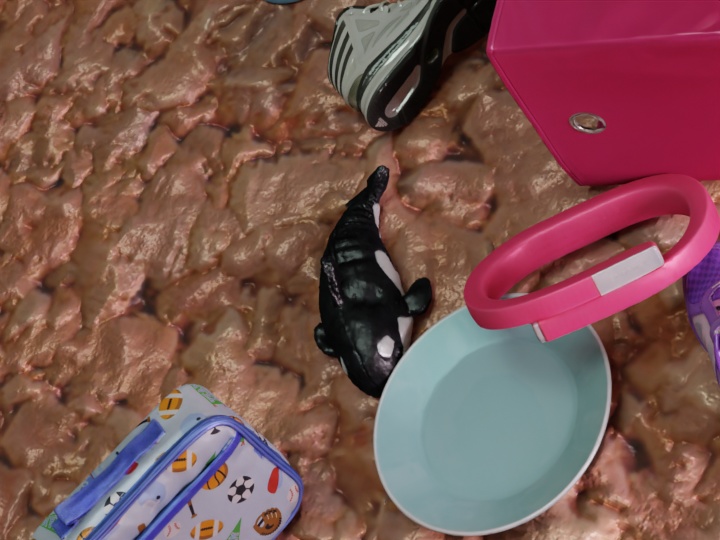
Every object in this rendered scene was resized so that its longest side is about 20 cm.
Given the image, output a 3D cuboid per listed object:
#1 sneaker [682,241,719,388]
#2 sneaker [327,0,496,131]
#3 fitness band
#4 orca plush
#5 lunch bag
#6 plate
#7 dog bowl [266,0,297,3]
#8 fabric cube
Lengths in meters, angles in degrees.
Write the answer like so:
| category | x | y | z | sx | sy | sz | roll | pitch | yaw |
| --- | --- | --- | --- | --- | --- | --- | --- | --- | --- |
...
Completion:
| category | x | y | z | sx | sy | sz | roll | pitch | yaw |
| --- | --- | --- | --- | --- | --- | --- | --- | --- | --- |
| sneaker | 0.274 | 0.048 | 1.554 | 0.080 | 0.088 | 0.201 | -32 | 47 | 15 |
| sneaker | 0.043 | -0.224 | 1.881 | 0.201 | 0.076 | 0.115 | -49 | 50 | 0 |
| fitness band | 0.172 | -0.009 | 1.650 | 0.199 | 0.038 | 0.144 | -24 | 21 | 11 |
| orca plush | 0.000 | 0.000 | 1.770 | 0.105 | 0.071 | 0.201 | -7 | 58 | 29 |
| lunch bag | -0.151 | 0.192 | 1.686 | 0.200 | 0.160 | 0.076 | -47 | 48 | -3 |
| plate | 0.102 | 0.111 | 1.667 | 0.199 | 0.026 | 0.201 | -16 | 53 | 23 |
| dog bowl | -0.052 | -0.343 | 2.034 | 0.111 | 0.050 | 0.201 | 6 | 65 | 35 |
| fabric cube | 0.238 | -0.194 | 1.659 | 0.198 | 0.196 | 0.201 | 0 | 61 | 30 |
